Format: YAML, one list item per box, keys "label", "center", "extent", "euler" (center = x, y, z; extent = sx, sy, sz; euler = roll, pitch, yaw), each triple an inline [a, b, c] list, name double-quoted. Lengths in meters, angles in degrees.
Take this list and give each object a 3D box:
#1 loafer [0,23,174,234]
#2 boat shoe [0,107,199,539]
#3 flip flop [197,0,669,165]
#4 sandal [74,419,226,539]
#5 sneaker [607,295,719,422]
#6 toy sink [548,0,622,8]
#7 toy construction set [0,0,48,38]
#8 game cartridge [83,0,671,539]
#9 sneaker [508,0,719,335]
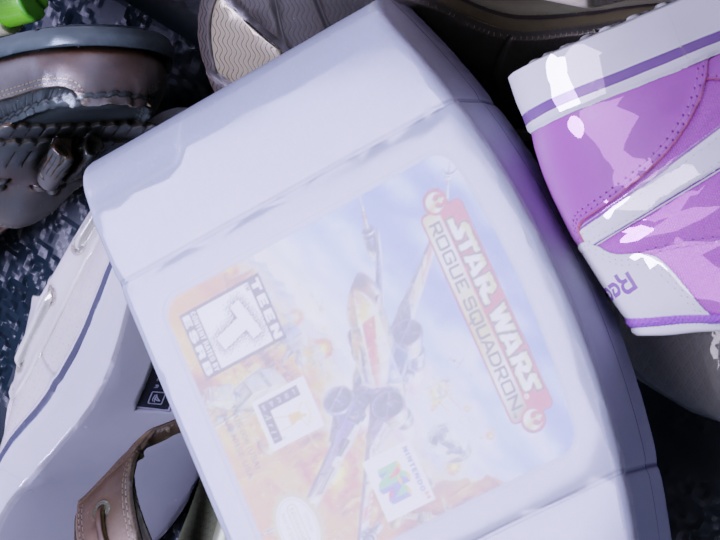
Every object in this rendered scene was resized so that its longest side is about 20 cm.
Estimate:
- label: "loafer"
  center: [-0.116, -0.037, 0.984]
  extent: [0.200, 0.072, 0.063]
  euler: [-16, 73, 62]
- label: "boat shoe"
  center: [-0.089, 0.030, 1.020]
  extent: [0.200, 0.071, 0.070]
  euler: [-65, 34, 31]
- label: "flip flop"
  center: [0.049, -0.066, 0.903]
  extent: [0.200, 0.058, 0.081]
  euler: [1, 121, 5]
- label: "sandal"
  center: [-0.073, 0.105, 0.955]
  extent: [0.057, 0.080, 0.201]
  euler: [19, 93, -10]
- label: "sneaker"
  center: [0.157, 0.031, 0.855]
  extent: [0.200, 0.081, 0.075]
  euler: [15, 107, 30]
- label: "toy sink"
  center: [0.048, -0.193, 0.869]
  extent: [0.130, 0.112, 0.200]
  euler: [14, 109, 29]
- label: "toy construction set"
  center: [-0.142, -0.155, 0.966]
  extent: [0.092, 0.131, 0.200]
  euler: [6, 75, 37]
- label: "game cartridge"
  center: [0.009, 0.029, 0.851]
  extent: [0.133, 0.042, 0.200]
  euler: [-29, 78, 26]
- label: "sneaker"
  center: [0.155, -0.044, 0.824]
  extent: [0.200, 0.073, 0.114]
  euler: [-24, 85, 6]
